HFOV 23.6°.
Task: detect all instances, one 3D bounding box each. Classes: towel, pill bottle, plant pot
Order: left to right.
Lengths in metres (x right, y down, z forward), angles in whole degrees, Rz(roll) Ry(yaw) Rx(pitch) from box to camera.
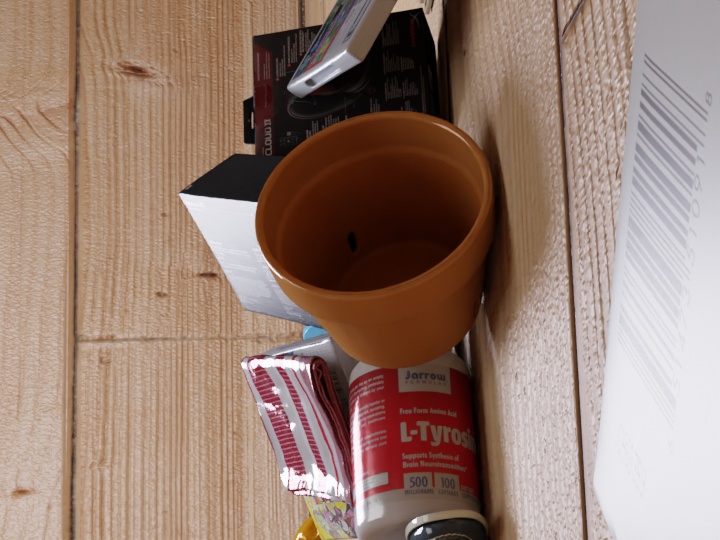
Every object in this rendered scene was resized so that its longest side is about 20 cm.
[{"bbox_3d":[-0.056,0.148,1.627,0.200,0.023,0.145,-6,105,67],"label":"towel"},{"bbox_3d":[0.025,-0.014,1.447,0.141,0.198,0.201,70,-169,-48],"label":"plant pot"},{"bbox_3d":[0.046,0.138,1.523,0.112,0.111,0.202,101,167,-64],"label":"pill bottle"}]

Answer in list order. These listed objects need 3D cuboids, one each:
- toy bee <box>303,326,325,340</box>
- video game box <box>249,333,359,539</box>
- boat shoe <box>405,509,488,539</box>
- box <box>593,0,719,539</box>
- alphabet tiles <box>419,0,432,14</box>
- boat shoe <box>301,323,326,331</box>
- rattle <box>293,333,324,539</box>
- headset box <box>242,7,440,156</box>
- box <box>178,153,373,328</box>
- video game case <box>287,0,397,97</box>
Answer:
[{"bbox_3d":[-0.044,0.093,2.632,0.200,0.108,0.132,-46,30,46],"label":"toy bee"},{"bbox_3d":[-0.019,0.161,1.663,0.182,0.047,0.202,-17,96,58],"label":"video game box"},{"bbox_3d":[0.071,0.259,1.467,0.201,0.074,0.062,97,173,-61],"label":"boat shoe"},{"bbox_3d":[0.143,0.007,0.399,0.200,0.129,0.201,-107,17,-69],"label":"box"},{"bbox_3d":[0.069,-0.378,1.791,0.167,0.006,0.202,104,165,-67],"label":"alphabet tiles"},{"bbox_3d":[0.000,0.000,1.699,0.071,0.090,0.201,-78,7,-46],"label":"boat shoe"},{"bbox_3d":[-0.051,0.177,1.797,0.200,0.142,0.131,53,-148,-32],"label":"rattle"},{"bbox_3d":[-0.023,-0.166,1.713,0.075,0.198,0.150,61,-157,-63],"label":"headset box"},{"bbox_3d":[-0.070,-0.030,1.613,0.199,0.079,0.142,10,136,59],"label":"box"},{"bbox_3d":[0.012,-0.263,1.618,0.201,0.023,0.182,-61,15,-14],"label":"video game case"}]
